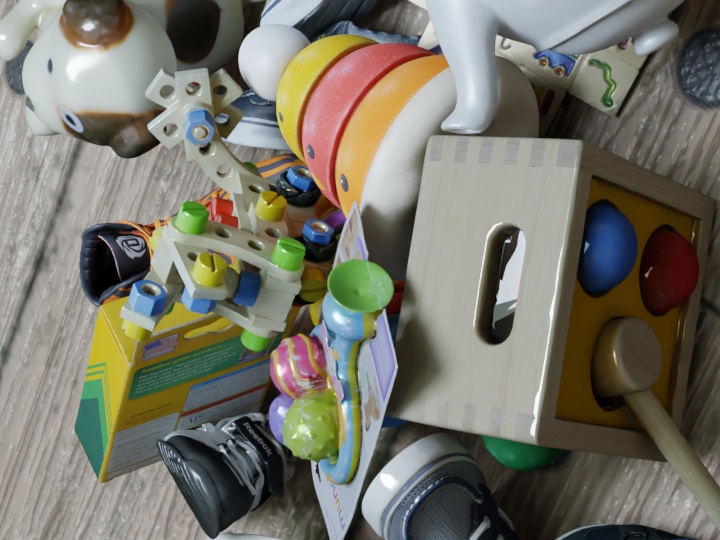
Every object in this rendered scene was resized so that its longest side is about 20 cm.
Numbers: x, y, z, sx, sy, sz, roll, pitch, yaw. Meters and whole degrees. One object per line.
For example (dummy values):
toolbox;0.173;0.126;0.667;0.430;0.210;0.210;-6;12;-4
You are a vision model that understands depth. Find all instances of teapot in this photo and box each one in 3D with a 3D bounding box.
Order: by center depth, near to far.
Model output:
teapot;0.131;-0.187;0.802;0.200;0.197;0.146;-29;97;36

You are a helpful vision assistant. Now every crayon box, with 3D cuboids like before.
crayon box;-0.118;0.060;1.005;0.052;0.125;0.200;60;150;23

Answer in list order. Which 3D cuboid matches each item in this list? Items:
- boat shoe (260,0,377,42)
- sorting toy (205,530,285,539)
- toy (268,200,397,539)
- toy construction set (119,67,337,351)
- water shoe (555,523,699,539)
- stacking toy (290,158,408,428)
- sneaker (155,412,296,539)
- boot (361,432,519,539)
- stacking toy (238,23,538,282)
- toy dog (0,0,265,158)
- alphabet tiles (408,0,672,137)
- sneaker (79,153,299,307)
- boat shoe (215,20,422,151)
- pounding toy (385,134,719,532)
boat shoe;-0.021;-0.201;0.969;0.200;0.072;0.062;-31;77;66
sorting toy;-0.010;0.255;0.934;0.180;0.107;0.201;154;108;-63
toy;-0.025;0.067;0.856;0.200;0.047;0.115;110;153;-48
toy construction set;-0.083;-0.032;0.907;0.092;0.131;0.200;119;153;-43
water shoe;0.189;0.173;0.815;0.200;0.079;0.072;13;58;29
stacking toy;0.000;0.000;0.977;0.200;0.109;0.116;61;146;33
sneaker;-0.083;0.126;0.995;0.088;0.200;0.074;-28;89;-7
boot;0.069;0.162;0.869;0.073;0.200;0.090;-44;63;-2
stacking toy;-0.003;-0.096;0.920;0.200;0.146;0.146;34;110;34
toy dog;-0.160;-0.149;1.038;0.193;0.200;0.140;-1;115;12
alphabet tiles;0.115;-0.192;0.904;0.166;0.006;0.200;32;111;13
sneaker;-0.124;-0.019;1.067;0.200;0.112;0.078;-37;67;31
boat shoe;-0.034;-0.126;1.028;0.200;0.071;0.091;10;95;32
pounding toy;0.130;0.043;0.830;0.142;0.184;0.201;6;85;40
